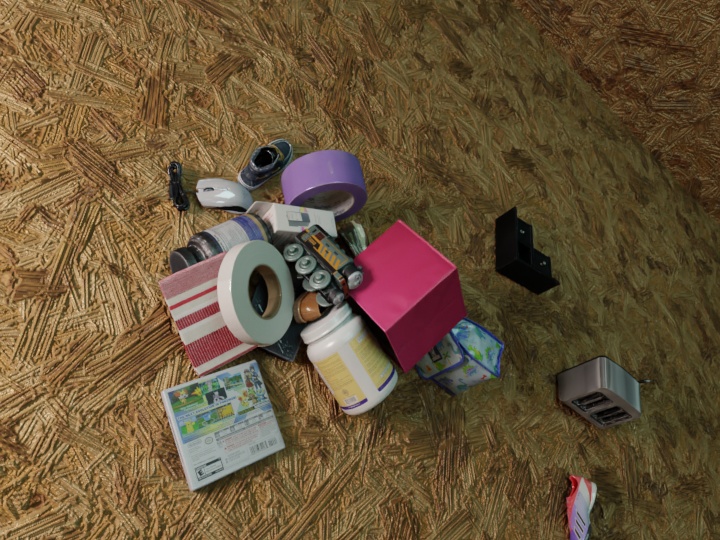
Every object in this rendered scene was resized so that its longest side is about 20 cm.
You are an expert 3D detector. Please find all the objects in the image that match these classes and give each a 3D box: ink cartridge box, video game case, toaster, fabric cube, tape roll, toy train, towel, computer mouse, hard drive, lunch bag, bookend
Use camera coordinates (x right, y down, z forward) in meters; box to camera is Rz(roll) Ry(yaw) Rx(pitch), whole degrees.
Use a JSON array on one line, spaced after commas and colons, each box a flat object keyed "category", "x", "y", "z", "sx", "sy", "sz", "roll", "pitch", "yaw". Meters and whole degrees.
[{"category": "ink cartridge box", "x": -0.165, "y": -0.091, "z": 1.240, "sx": 0.196, "sy": 0.117, "sz": 0.069, "roll": 4, "pitch": 66, "yaw": -34}, {"category": "video game case", "x": -0.257, "y": 0.287, "z": 1.045, "sx": 0.197, "sy": 0.022, "sz": 0.186, "roll": -13, "pitch": 76, "yaw": -39}, {"category": "toaster", "x": 0.703, "y": 0.353, "z": 1.599, "sx": 0.179, "sy": 0.199, "sz": 0.120, "roll": 34, "pitch": 47, "yaw": -17}, {"category": "fabric cube", "x": 0.091, "y": 0.057, "z": 1.206, "sx": 0.198, "sy": 0.202, "sz": 0.196, "roll": -40, "pitch": 52, "yaw": -11}, {"category": "tape roll", "x": -0.201, "y": 0.044, "z": 1.082, "sx": 0.202, "sy": 0.036, "sz": 0.209, "roll": 28, "pitch": 58, "yaw": -57}, {"category": "toy train", "x": -0.080, "y": -0.012, "z": 1.146, "sx": 0.113, "sy": 0.086, "sz": 0.200, "roll": -36, "pitch": 51, "yaw": -15}, {"category": "towel", "x": -0.284, "y": 0.083, "z": 1.054, "sx": 0.142, "sy": 0.023, "sz": 0.205, "roll": -25, "pitch": 110, "yaw": -25}, {"category": "computer mouse", "x": -0.324, "y": -0.176, "z": 1.216, "sx": 0.196, "sy": 0.044, "sz": 0.112, "roll": 4, "pitch": 64, "yaw": -35}, {"category": "hard drive", "x": -0.178, "y": 0.087, "z": 1.191, "sx": 0.133, "sy": 0.042, "sz": 0.204, "roll": 28, "pitch": 54, "yaw": -22}, {"category": "lunch bag", "x": 0.222, "y": 0.198, "z": 1.343, "sx": 0.198, "sy": 0.169, "sz": 0.129, "roll": 37, "pitch": 47, "yaw": -15}, {"category": "bookend", "x": 0.530, "y": -0.061, "z": 1.752, "sx": 0.197, "sy": 0.092, "sz": 0.203, "roll": 26, "pitch": 54, "yaw": -24}, {"category": "tape roll", "x": -0.085, "y": -0.190, "z": 1.295, "sx": 0.196, "sy": 0.199, "sz": 0.087, "roll": 1, "pitch": 67, "yaw": -35}]

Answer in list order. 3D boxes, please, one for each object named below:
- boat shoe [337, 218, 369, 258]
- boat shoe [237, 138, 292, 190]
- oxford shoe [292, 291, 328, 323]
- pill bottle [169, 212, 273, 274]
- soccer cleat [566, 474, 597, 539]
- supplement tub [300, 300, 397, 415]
[{"category": "boat shoe", "x": -0.001, "y": -0.020, "z": 1.370, "sx": 0.073, "sy": 0.075, "sz": 0.207, "roll": -22, "pitch": 86, "yaw": -8}, {"category": "boat shoe", "x": -0.210, "y": -0.271, "z": 1.317, "sx": 0.071, "sy": 0.091, "sz": 0.201, "roll": 43, "pitch": 49, "yaw": -9}, {"category": "oxford shoe", "x": -0.079, "y": 0.047, "z": 1.216, "sx": 0.201, "sy": 0.070, "sz": 0.073, "roll": -65, "pitch": 140, "yaw": -53}, {"category": "pill bottle", "x": -0.285, "y": -0.036, "z": 1.129, "sx": 0.198, "sy": 0.111, "sz": 0.113, "roll": -30, "pitch": 86, "yaw": -40}, {"category": "soccer cleat", "x": 0.571, "y": 0.643, "z": 1.452, "sx": 0.072, "sy": 0.069, "sz": 0.202, "roll": 25, "pitch": 55, "yaw": 7}, {"category": "supplement tub", "x": -0.026, "y": 0.184, "z": 1.170, "sx": 0.145, "sy": 0.144, "sz": 0.203, "roll": -40, "pitch": 101, "yaw": -41}]
